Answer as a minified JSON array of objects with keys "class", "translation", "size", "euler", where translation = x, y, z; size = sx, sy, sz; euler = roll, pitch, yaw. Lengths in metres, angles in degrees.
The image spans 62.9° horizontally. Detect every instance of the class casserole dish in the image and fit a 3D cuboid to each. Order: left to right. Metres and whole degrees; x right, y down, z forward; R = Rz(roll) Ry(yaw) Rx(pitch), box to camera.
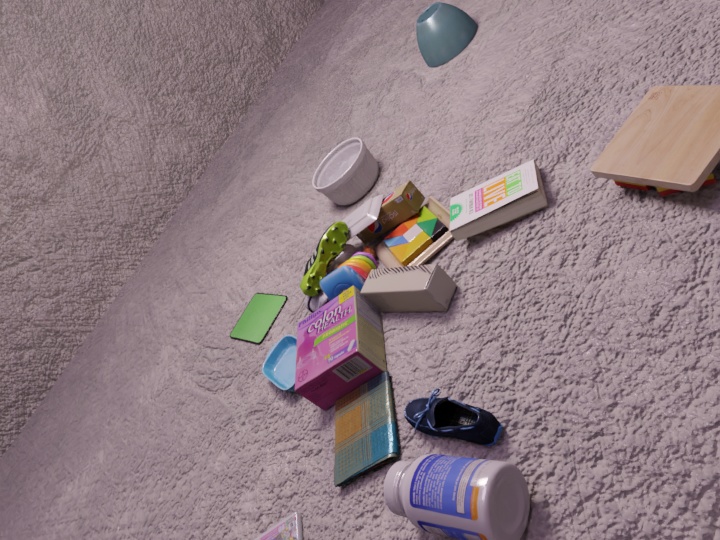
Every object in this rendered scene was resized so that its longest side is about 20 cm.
[{"class":"casserole dish","translation":[-0.166,0.226,1.421],"size":[0.121,0.039,0.200],"euler":[-56,31,-11]}]

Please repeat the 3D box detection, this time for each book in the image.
[{"class":"book","translation":[0.285,-0.149,1.247],"size":[0.200,0.048,0.134],"euler":[-25,32,26]}]

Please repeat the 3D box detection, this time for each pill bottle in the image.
[{"class":"pill bottle","translation":[0.132,0.328,0.859],"size":[0.200,0.112,0.112],"euler":[-11,47,46]}]

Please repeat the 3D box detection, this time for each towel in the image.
[{"class":"towel","translation":[0.008,0.302,1.135],"size":[0.146,0.022,0.200],"euler":[-34,32,22]}]

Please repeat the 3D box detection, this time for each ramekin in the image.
[{"class":"ramekin","translation":[-0.039,-0.289,1.766],"size":[0.200,0.105,0.201],"euler":[-32,35,25]}]

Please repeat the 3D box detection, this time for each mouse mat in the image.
[{"class":"mouse mat","translation":[-0.300,0.136,1.721],"size":[0.200,0.008,0.161],"euler":[2,58,51]}]

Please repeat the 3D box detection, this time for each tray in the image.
[{"class":"tray","translation":[-0.024,-0.116,1.481],"size":[0.200,0.022,0.108],"euler":[-34,28,36]}]

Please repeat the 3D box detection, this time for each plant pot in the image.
[{"class":"plant pot","translation":[0.258,-0.782,1.910],"size":[0.200,0.135,0.200],"euler":[-32,35,26]}]

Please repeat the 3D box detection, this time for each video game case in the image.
[{"class":"video game case","translation":[-0.156,0.558,1.058],"size":[0.143,0.018,0.200],"euler":[-38,33,16]}]

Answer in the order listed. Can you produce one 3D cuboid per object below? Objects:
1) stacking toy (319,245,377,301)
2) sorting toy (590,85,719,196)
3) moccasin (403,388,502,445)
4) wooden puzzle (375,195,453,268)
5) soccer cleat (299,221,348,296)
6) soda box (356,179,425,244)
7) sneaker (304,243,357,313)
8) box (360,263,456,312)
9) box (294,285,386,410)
[{"class":"stacking toy","translation":[0.000,0.000,1.415],"size":[0.110,0.116,0.200],"euler":[-31,17,36]},{"class":"sorting toy","translation":[0.534,-0.211,0.991],"size":[0.200,0.070,0.199],"euler":[-51,31,-5]},{"class":"moccasin","translation":[0.144,0.236,0.986],"size":[0.200,0.068,0.081],"euler":[-8,49,48]},{"class":"wooden puzzle","translation":[0.128,-0.078,1.387],"size":[0.200,0.037,0.185],"euler":[-45,31,7]},{"class":"soccer cleat","translation":[-0.095,-0.033,1.443],"size":[0.201,0.067,0.081],"euler":[-63,28,-2]},{"class":"soda box","translation":[0.064,-0.144,1.479],"size":[0.200,0.064,0.068],"euler":[-28,22,43]},{"class":"sneaker","translation":[-0.053,0.032,1.463],"size":[0.200,0.075,0.115],"euler":[-57,32,-3]},{"class":"box","translation":[0.099,0.040,1.252],"size":[0.200,0.082,0.069],"euler":[-4,51,48]},{"class":"box","translation":[-0.046,0.166,1.279],"size":[0.176,0.097,0.200],"euler":[-34,33,23]}]
